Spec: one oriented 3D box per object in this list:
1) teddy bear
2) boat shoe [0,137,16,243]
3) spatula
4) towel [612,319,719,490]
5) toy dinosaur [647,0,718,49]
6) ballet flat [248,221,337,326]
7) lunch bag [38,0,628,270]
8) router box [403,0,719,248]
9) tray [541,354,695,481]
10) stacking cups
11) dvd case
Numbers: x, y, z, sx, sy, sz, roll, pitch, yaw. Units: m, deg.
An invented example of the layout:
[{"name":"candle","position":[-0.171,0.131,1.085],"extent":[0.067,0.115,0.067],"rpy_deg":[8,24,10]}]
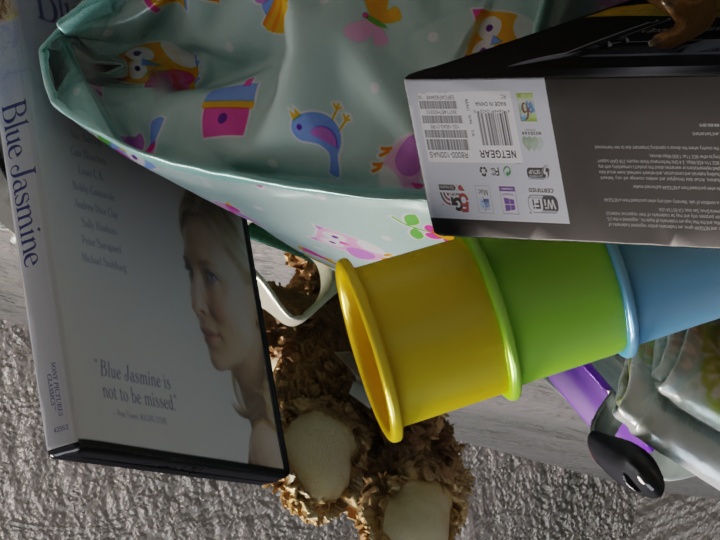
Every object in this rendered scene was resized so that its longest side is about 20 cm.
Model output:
[{"name":"teddy bear","position":[-0.010,0.062,1.150],"extent":[0.145,0.067,0.200],"rpy_deg":[21,-154,-32]},{"name":"boat shoe","position":[-0.120,-0.041,1.053],"extent":[0.068,0.200,0.072],"rpy_deg":[-26,-177,36]},{"name":"spatula","position":[0.096,0.062,1.034],"extent":[0.057,0.021,0.200],"rpy_deg":[51,-176,-7]},{"name":"towel","position":[0.188,0.056,1.023],"extent":[0.200,0.048,0.171],"rpy_deg":[31,-151,-5]},{"name":"toy dinosaur","position":[0.078,-0.108,0.781],"extent":[0.106,0.060,0.200],"rpy_deg":[41,-168,33]},{"name":"ballet flat","position":[0.000,0.000,1.119],"extent":[0.200,0.071,0.067],"rpy_deg":[29,170,-9]},{"name":"lunch bag","position":[0.008,-0.058,0.968],"extent":[0.199,0.122,0.170],"rpy_deg":[2,170,29]},{"name":"router box","position":[0.137,-0.052,0.782],"extent":[0.157,0.052,0.200],"rpy_deg":[-21,-164,-37]},{"name":"tray","position":[0.183,0.039,1.187],"extent":[0.199,0.022,0.107],"rpy_deg":[-10,-149,-29]},{"name":"stacking cups","position":[0.095,-0.002,0.847],"extent":[0.199,0.061,0.061],"rpy_deg":[-16,175,-5]},{"name":"dvd case","position":[-0.083,-0.023,1.007],"extent":[0.018,0.201,0.143],"rpy_deg":[-18,164,27]}]
